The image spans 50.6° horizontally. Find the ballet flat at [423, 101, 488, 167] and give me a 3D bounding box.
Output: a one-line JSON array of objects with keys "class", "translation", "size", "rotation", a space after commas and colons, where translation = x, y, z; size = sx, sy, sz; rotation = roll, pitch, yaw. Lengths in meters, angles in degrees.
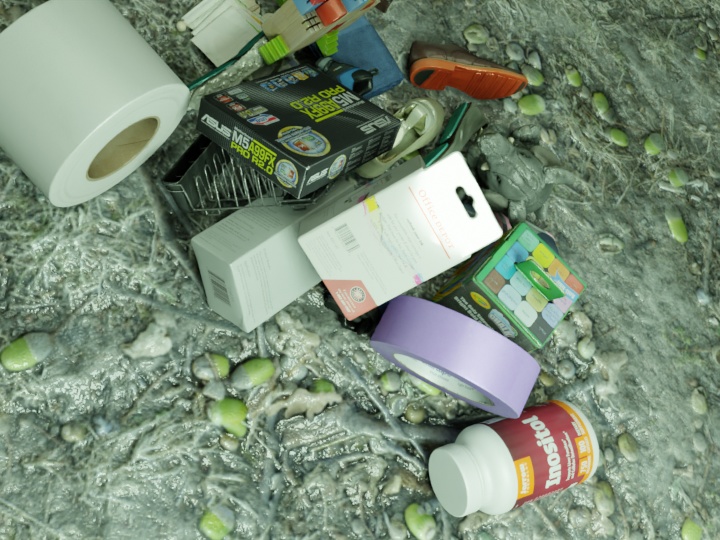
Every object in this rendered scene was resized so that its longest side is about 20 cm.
[{"class": "ballet flat", "translation": [0.134, -0.169, 1.122], "size": [0.064, 0.067, 0.200], "rotation": [42, 61, -13]}]

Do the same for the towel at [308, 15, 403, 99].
[{"class": "towel", "translation": [-0.027, -0.341, 1.126], "size": [0.111, 0.049, 0.200], "rotation": [-29, 83, -29]}]

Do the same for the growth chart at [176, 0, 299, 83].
[{"class": "growth chart", "translation": [-0.157, -0.312, 1.076], "size": [0.200, 0.018, 0.145], "rotation": [49, 60, 0]}]

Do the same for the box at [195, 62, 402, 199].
[{"class": "box", "translation": [-0.068, -0.174, 0.908], "size": [0.160, 0.044, 0.200], "rotation": [35, 40, 18]}]

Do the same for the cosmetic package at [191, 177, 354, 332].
[{"class": "cosmetic package", "translation": [-0.095, -0.031, 0.934], "size": [0.081, 0.113, 0.200], "rotation": [29, 50, 34]}]

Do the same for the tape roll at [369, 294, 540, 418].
[{"class": "tape roll", "translation": [0.113, 0.106, 0.928], "size": [0.200, 0.200, 0.066], "rotation": [30, 79, -11]}]

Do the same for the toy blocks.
[{"class": "toy blocks", "translation": [-0.034, -0.354, 1.004], "size": [0.200, 0.137, 0.100], "rotation": [-40, 102, -39]}]

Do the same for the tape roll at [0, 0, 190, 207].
[{"class": "tape roll", "translation": [-0.312, -0.188, 0.857], "size": [0.139, 0.203, 0.203], "rotation": [48, 60, 0]}]

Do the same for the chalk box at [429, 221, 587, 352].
[{"class": "chalk box", "translation": [0.196, 0.031, 0.996], "size": [0.125, 0.200, 0.124], "rotation": [46, 60, -2]}]

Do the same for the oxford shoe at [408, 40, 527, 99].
[{"class": "oxford shoe", "translation": [0.171, -0.320, 1.192], "size": [0.199, 0.071, 0.073], "rotation": [6, 64, -21]}]

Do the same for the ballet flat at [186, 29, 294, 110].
[{"class": "ballet flat", "translation": [-0.156, -0.257, 1.009], "size": [0.072, 0.072, 0.200], "rotation": [44, 61, -3]}]

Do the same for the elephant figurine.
[{"class": "elephant figurine", "translation": [0.212, -0.122, 1.029], "size": [0.154, 0.200, 0.142], "rotation": [5, 107, -2]}]

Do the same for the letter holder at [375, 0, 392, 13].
[{"class": "letter holder", "translation": [-0.011, -0.497, 1.172], "size": [0.200, 0.142, 0.101], "rotation": [37, 93, -8]}]

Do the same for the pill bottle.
[{"class": "pill bottle", "translation": [0.193, 0.240, 0.967], "size": [0.199, 0.113, 0.113], "rotation": [-12, 76, -26]}]

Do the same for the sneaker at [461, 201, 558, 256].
[{"class": "sneaker", "translation": [0.199, -0.058, 1.119], "size": [0.199, 0.070, 0.082], "rotation": [26, 41, -12]}]

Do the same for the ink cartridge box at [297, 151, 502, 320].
[{"class": "ink cartridge box", "translation": [0.044, -0.046, 0.853], "size": [0.200, 0.068, 0.117], "rotation": [-28, 109, 11]}]

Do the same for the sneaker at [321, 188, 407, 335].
[{"class": "sneaker", "translation": [0.001, 0.001, 0.939], "size": [0.077, 0.200, 0.111], "rotation": [27, 58, 26]}]

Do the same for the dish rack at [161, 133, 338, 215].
[{"class": "dish rack", "translation": [-0.121, -0.126, 0.927], "size": [0.199, 0.055, 0.154], "rotation": [0, 37, 17]}]

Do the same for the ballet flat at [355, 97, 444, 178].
[{"class": "ballet flat", "translation": [0.066, -0.204, 1.103], "size": [0.069, 0.069, 0.200], "rotation": [45, 60, -2]}]

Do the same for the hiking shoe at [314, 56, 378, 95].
[{"class": "hiking shoe", "translation": [-0.039, -0.196, 1.027], "size": [0.086, 0.074, 0.201], "rotation": [11, 77, 12]}]
